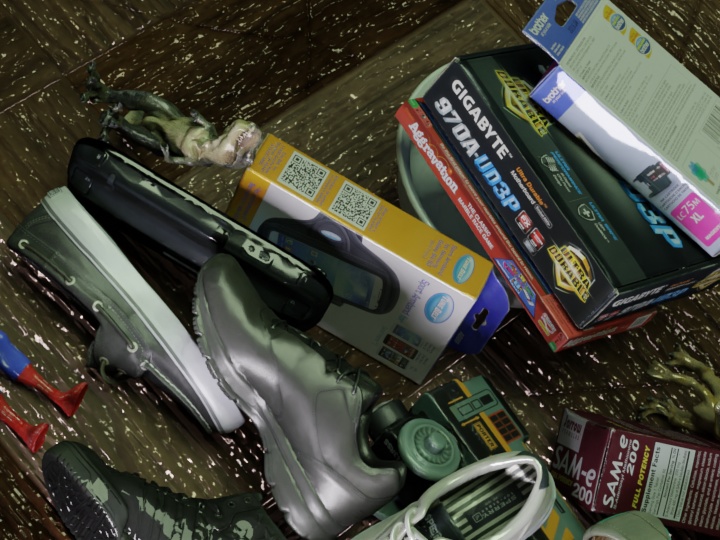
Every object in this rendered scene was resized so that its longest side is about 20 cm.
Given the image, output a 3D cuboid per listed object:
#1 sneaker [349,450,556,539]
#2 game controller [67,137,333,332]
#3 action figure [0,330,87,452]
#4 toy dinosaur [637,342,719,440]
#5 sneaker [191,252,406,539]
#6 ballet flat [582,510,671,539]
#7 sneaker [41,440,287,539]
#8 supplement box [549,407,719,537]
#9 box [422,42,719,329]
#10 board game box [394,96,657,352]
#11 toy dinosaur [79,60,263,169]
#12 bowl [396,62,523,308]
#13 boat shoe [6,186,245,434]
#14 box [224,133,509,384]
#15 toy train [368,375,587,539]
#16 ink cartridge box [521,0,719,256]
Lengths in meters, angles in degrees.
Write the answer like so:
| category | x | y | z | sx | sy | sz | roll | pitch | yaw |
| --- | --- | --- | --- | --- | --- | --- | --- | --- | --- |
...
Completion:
| category | x | y | z | sx | sy | sz | roll | pitch | yaw |
| --- | --- | --- | --- | --- | --- | --- | --- | --- | --- |
| sneaker | 0.033 | 0.172 | 1.558 | 0.200 | 0.071 | 0.073 | -37 | 68 | -11 |
| game controller | -0.110 | -0.022 | 1.685 | 0.200 | 0.104 | 0.042 | 31 | 79 | 1 |
| action figure | -0.263 | 0.019 | 1.609 | 0.200 | 0.099 | 0.065 | 37 | 52 | 8 |
| toy dinosaur | 0.253 | 0.099 | 1.767 | 0.101 | 0.058 | 0.200 | 28 | 13 | 19 |
| sneaker | -0.038 | 0.073 | 1.623 | 0.201 | 0.091 | 0.076 | 61 | 17 | -2 |
| ballet flat | 0.183 | 0.253 | 1.596 | 0.064 | 0.067 | 0.201 | -5 | 75 | -38 |
| sneaker | -0.105 | 0.169 | 1.596 | 0.104 | 0.060 | 0.200 | -36 | 82 | -33 |
| supplement box | 0.238 | 0.146 | 1.701 | 0.199 | 0.109 | 0.061 | 13 | 91 | -12 |
| box | 0.154 | -0.064 | 1.709 | 0.159 | 0.046 | 0.200 | -13 | 64 | -47 |
| board game box | 0.113 | -0.039 | 1.704 | 0.103 | 0.019 | 0.200 | -13 | 64 | -48 |
| toy dinosaur | -0.141 | -0.099 | 1.682 | 0.088 | 0.200 | 0.048 | 22 | 90 | -33 |
| bowl | 0.106 | -0.048 | 1.791 | 0.200 | 0.090 | 0.202 | 10 | 57 | -16 |
| boat shoe | -0.158 | 0.038 | 1.655 | 0.066 | 0.070 | 0.200 | -39 | 90 | -5 |
| box | 0.000 | 0.000 | 1.703 | 0.200 | 0.119 | 0.042 | 31 | 54 | 1 |
| toy train | 0.085 | 0.161 | 1.660 | 0.114 | 0.085 | 0.200 | -23 | 69 | -41 |
| ink cartridge box | 0.191 | -0.110 | 1.715 | 0.200 | 0.042 | 0.119 | 43 | 36 | -5 |
